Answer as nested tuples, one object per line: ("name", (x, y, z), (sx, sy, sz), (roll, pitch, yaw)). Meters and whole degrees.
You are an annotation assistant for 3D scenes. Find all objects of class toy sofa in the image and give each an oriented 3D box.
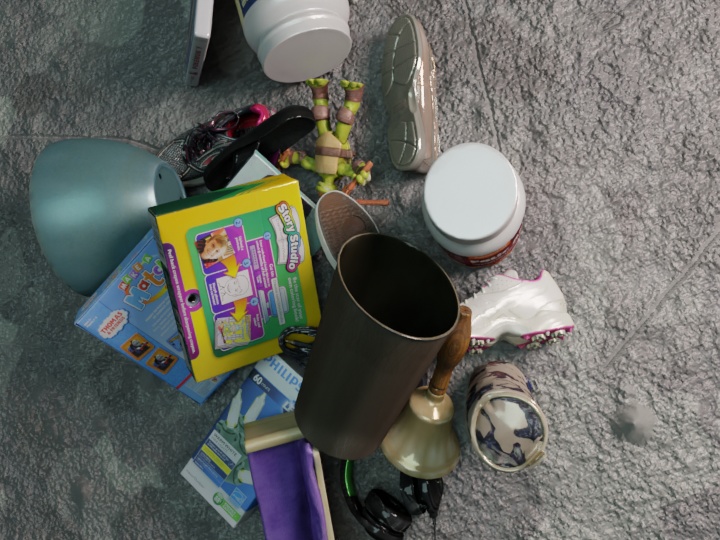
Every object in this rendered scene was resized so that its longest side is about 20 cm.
("toy sofa", (-0.080, 0.278, 0.760), (0.080, 0.098, 0.206), (-11, 105, -9))

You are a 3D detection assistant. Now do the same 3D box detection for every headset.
("headset", (0.048, 0.278, 0.771), (0.123, 0.094, 0.202), (-39, 66, 8))

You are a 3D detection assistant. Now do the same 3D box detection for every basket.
("basket", (0.007, 0.093, 0.697), (0.133, 0.182, 0.204), (16, 119, -10))

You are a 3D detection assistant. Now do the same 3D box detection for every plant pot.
("plant pot", (-0.302, -0.080, 0.834), (0.131, 0.200, 0.206), (-11, 83, 10))

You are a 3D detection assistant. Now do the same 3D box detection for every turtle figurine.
("turtle figurine", (-0.030, -0.159, 0.838), (0.196, 0.064, 0.166), (16, 104, 37))

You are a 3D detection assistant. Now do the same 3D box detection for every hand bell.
("hand bell", (0.089, 0.125, 0.721), (0.102, 0.104, 0.204), (23, 125, 14))

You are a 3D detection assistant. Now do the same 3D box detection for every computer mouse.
("computer mouse", (-0.008, 0.110, 0.801), (0.196, 0.034, 0.060), (23, 109, -11))

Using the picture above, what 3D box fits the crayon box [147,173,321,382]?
("crayon box", (-0.142, 0.006, 0.772), (0.169, 0.058, 0.206), (-17, 112, -24))

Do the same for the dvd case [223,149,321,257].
("dvd case", (-0.145, -0.030, 0.834), (0.145, 0.022, 0.200), (41, 104, -19))

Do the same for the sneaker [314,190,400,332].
("sneaker", (0.000, 0.000, 0.803), (0.072, 0.085, 0.203), (-32, 92, -18))

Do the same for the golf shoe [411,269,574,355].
("golf shoe", (0.152, 0.050, 0.771), (0.194, 0.076, 0.094), (-4, 71, -9))

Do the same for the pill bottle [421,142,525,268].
("pill bottle", (0.129, -0.069, 0.728), (0.111, 0.200, 0.118), (-1, 85, 13))

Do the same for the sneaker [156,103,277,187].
("sneaker", (-0.198, -0.179, 0.881), (0.195, 0.075, 0.083), (-21, 81, 11))

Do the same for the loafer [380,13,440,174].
("loafer", (0.070, -0.223, 0.837), (0.071, 0.062, 0.206), (-10, 78, 45))

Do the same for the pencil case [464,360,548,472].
("pencil case", (0.157, 0.154, 0.702), (0.089, 0.200, 0.079), (35, 97, 8))

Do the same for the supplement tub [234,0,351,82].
("supplement tub", (-0.095, -0.368, 0.837), (0.142, 0.145, 0.205), (-19, 81, 11))

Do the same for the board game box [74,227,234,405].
("board game box", (-0.230, 0.063, 0.819), (0.151, 0.037, 0.199), (-43, 120, 10))

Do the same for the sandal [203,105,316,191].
("sandal", (-0.135, -0.142, 0.834), (0.198, 0.074, 0.049), (-29, 74, 36))

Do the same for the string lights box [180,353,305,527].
("string lights box", (-0.131, 0.211, 0.838), (0.102, 0.059, 0.202), (36, 93, 15))

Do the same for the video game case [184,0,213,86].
("video game case", (-0.210, -0.373, 0.856), (0.022, 0.182, 0.206), (5, 85, -18))
